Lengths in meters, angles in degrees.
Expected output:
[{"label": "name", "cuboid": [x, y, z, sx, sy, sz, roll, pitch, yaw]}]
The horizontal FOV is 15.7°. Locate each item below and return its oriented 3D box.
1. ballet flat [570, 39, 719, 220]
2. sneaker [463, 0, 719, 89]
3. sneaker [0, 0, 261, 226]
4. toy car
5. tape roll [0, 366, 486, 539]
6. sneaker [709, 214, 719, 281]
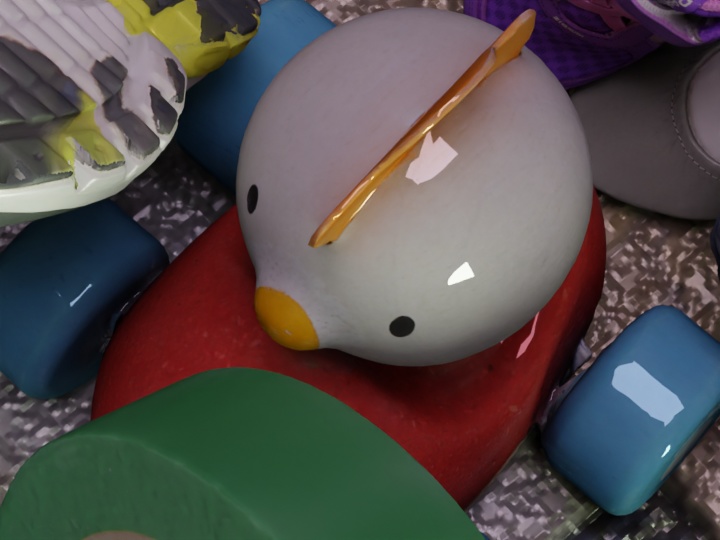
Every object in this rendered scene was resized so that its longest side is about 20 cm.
[{"label": "ballet flat", "cuboid": [0.164, -0.051, 0.810, 0.200, 0.064, 0.067, 3, 69, -1]}, {"label": "sneaker", "cuboid": [0.088, -0.098, 0.750, 0.080, 0.200, 0.089, 32, 54, -17]}, {"label": "sneaker", "cuboid": [-0.089, -0.039, 0.687, 0.074, 0.200, 0.085, 46, 116, 2]}, {"label": "toy car", "cuboid": [0.000, 0.000, 0.712, 0.184, 0.200, 0.177, 41, 73, 13]}, {"label": "tape roll", "cuboid": [-0.020, 0.126, 0.663, 0.048, 0.200, 0.201, -25, 71, -35]}, {"label": "sneaker", "cuboid": [0.135, 0.016, 0.746, 0.081, 0.074, 0.200, 5, 95, -27]}]
